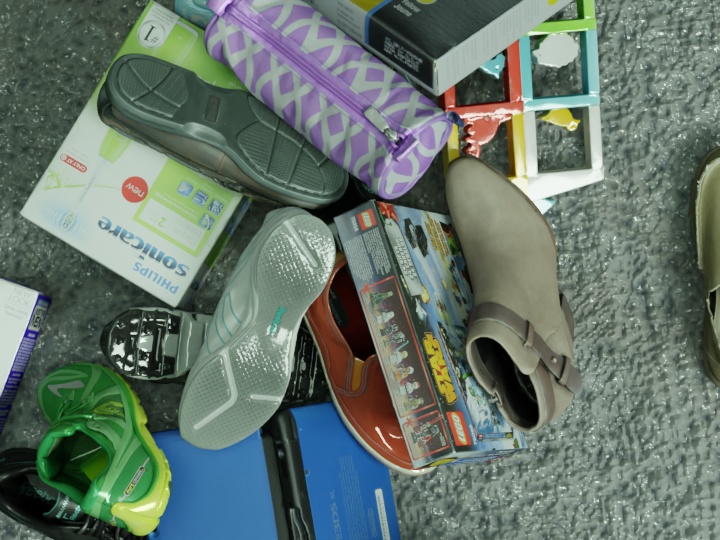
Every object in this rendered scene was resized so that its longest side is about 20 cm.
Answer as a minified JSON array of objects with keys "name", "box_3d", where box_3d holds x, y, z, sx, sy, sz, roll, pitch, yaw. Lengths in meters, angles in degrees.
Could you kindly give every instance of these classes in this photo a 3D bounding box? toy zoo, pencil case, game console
[{"name":"toy zoo","box_3d":[0.128,-0.135,1.409,0.131,0.020,0.200,-6,101,-11]},{"name":"pencil case","box_3d":[-0.025,-0.135,1.298,0.200,0.085,0.084,38,101,17]},{"name":"game console","box_3d":[-0.065,0.211,1.384,0.118,0.171,0.200,-13,85,41]}]

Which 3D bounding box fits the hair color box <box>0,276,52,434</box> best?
[{"name":"hair color box","box_3d":[-0.335,0.094,1.400,0.109,0.065,0.200,19,84,2]}]

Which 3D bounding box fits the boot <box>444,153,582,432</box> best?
[{"name":"boot","box_3d":[0.109,0.022,1.348,0.070,0.146,0.200,-27,104,30]}]

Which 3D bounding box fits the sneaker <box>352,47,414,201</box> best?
[{"name":"sneaker","box_3d":[0.009,-0.148,1.405,0.075,0.079,0.200,5,65,-10]}]

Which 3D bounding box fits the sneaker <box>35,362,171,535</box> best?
[{"name":"sneaker","box_3d":[-0.209,0.125,1.342,0.083,0.200,0.074,19,105,-36]}]

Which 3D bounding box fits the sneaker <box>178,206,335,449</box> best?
[{"name":"sneaker","box_3d":[-0.080,0.043,1.330,0.070,0.080,0.200,25,98,-19]}]

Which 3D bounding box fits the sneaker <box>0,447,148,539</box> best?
[{"name":"sneaker","box_3d":[-0.207,0.200,1.384,0.200,0.079,0.076,19,85,0]}]

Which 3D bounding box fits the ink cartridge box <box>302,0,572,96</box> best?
[{"name":"ink cartridge box","box_3d":[0.057,-0.241,1.356,0.200,0.047,0.198,-38,57,-26]}]

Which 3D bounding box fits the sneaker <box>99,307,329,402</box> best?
[{"name":"sneaker","box_3d":[-0.118,0.064,1.399,0.200,0.090,0.067,10,87,-25]}]

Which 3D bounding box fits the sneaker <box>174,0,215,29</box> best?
[{"name":"sneaker","box_3d":[-0.102,-0.208,1.405,0.082,0.074,0.200,-32,65,-10]}]

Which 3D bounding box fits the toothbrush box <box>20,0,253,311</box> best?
[{"name":"toothbrush box","box_3d":[-0.153,-0.089,1.402,0.145,0.086,0.200,32,88,2]}]

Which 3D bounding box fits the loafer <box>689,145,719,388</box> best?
[{"name":"loafer","box_3d":[0.307,-0.004,1.402,0.076,0.067,0.200,-5,86,0]}]

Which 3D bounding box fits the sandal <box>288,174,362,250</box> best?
[{"name":"sandal","box_3d":[-0.001,0.000,1.415,0.076,0.043,0.200,-34,86,-3]}]

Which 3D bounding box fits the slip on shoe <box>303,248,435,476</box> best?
[{"name":"slip on shoe","box_3d":[0.011,0.072,1.363,0.074,0.061,0.200,-31,102,-27]}]

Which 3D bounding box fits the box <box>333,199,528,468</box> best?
[{"name":"box","box_3d":[0.055,0.050,1.341,0.040,0.137,0.200,-24,75,25]}]

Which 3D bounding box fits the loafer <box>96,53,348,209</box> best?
[{"name":"loafer","box_3d":[-0.106,-0.100,1.338,0.200,0.063,0.072,26,58,-13]}]
